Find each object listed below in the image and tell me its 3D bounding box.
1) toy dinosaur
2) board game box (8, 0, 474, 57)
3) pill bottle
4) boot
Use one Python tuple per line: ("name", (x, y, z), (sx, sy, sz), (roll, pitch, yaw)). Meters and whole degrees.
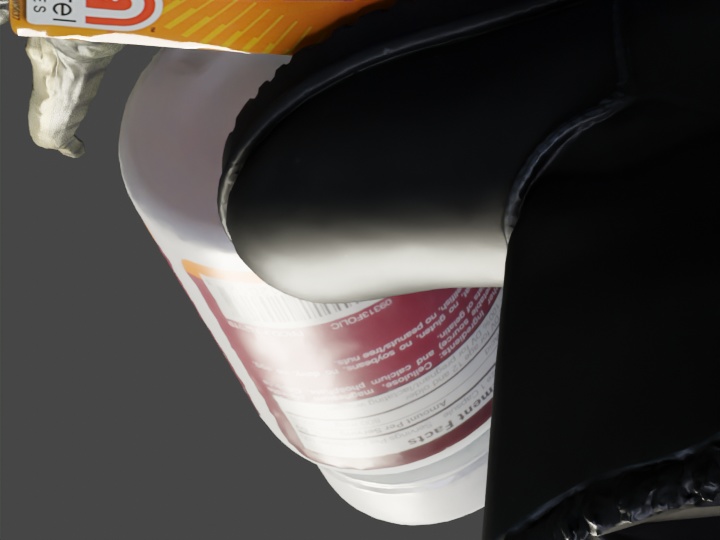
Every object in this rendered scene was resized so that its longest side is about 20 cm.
("toy dinosaur", (-0.108, -0.090, 1.001), (0.088, 0.048, 0.200), (8, 148, -19))
("board game box", (0.022, -0.188, 0.714), (0.199, 0.201, 0.200), (4, 146, -4))
("pill bottle", (0.000, 0.000, 1.059), (0.114, 0.115, 0.200), (-8, 144, 15))
("boot", (0.044, 0.010, 0.679), (0.198, 0.163, 0.073), (-23, 138, 31))
